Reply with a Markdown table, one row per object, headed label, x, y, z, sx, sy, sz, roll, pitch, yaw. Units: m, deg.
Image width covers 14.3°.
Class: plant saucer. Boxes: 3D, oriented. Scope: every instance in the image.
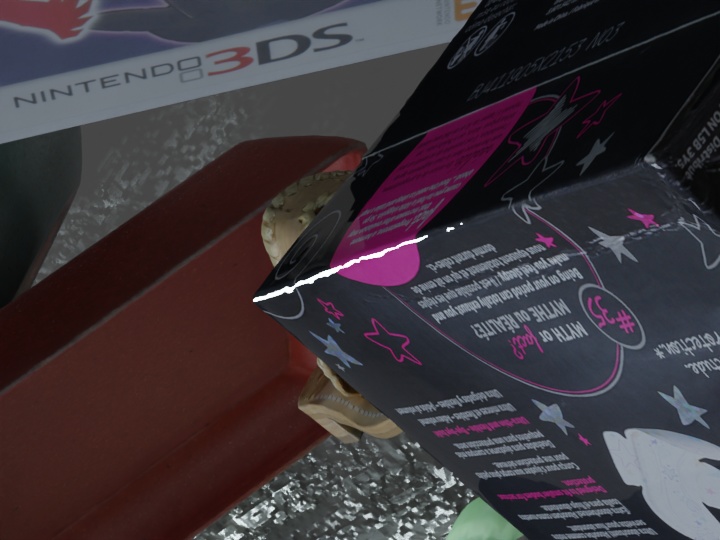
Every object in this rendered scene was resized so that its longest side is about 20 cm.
| label | x | y | z | sx | sy | sz | roll | pitch | yaw |
| --- | --- | --- | --- | --- | --- | --- | --- | --- | --- |
| plant saucer | -0.084 | 0.048 | 0.946 | 0.037 | 0.200 | 0.200 | 48 | 163 | 21 |
| plant saucer | -0.135 | 0.010 | 0.963 | 0.039 | 0.201 | 0.201 | 27 | 159 | -4 |

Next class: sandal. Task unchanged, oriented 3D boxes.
| label | x | y | z | sx | sy | sz | roll | pitch | yaw |
| --- | --- | --- | --- | --- | --- | --- | --- | --- | --- |
| sandal | -0.003 | 0.005 | 0.875 | 0.070 | 0.078 | 0.212 | 36 | 164 | -4 |

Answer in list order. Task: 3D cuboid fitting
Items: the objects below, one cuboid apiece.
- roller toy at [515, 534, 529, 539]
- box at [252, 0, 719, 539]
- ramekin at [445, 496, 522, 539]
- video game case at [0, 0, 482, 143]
| label | x | y | z | sx | sy | sz | roll | pitch | yaw |
| --- | --- | --- | --- | --- | --- | --- | --- | --- | --- |
| roller toy | 0.104 | 0.158 | 0.747 | 0.200 | 0.140 | 0.182 | 12 | 166 | 26 |
| box | 0.088 | -0.016 | 0.599 | 0.115 | 0.132 | 0.200 | 42 | 160 | -12 |
| ramekin | 0.087 | 0.182 | 1.035 | 0.200 | 0.098 | 0.200 | 35 | 158 | 16 |
| video game case | -0.047 | -0.097 | 0.644 | 0.200 | 0.182 | 0.023 | 84 | 171 | -61 |
